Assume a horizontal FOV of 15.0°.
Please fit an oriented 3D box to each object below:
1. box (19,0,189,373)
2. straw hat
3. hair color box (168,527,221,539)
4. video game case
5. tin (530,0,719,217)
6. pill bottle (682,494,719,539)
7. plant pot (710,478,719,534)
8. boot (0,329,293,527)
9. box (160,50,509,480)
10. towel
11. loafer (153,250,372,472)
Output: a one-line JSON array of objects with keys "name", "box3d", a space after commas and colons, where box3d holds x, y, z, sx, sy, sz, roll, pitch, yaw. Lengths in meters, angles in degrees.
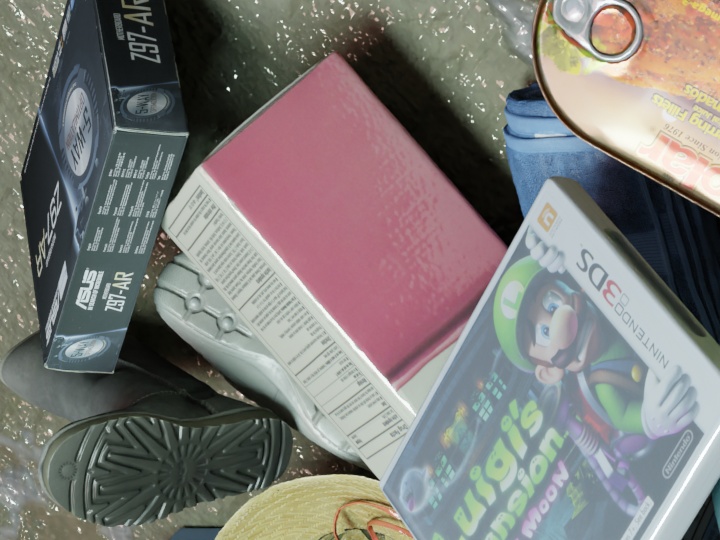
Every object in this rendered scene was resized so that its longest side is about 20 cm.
[{"name": "box", "box3d": [-0.151, -0.065, 1.586, 0.043, 0.161, 0.201, 4, 136, -18]}, {"name": "straw hat", "box3d": [0.009, 0.181, 1.660, 0.200, 0.085, 0.202, 10, 124, 14]}, {"name": "hair color box", "box3d": [-0.091, 0.279, 1.797, 0.060, 0.099, 0.201, -4, 115, 39]}, {"name": "video game case", "box3d": [0.096, 0.086, 1.338, 0.182, 0.023, 0.201, 53, 124, 44]}, {"name": "tin", "box3d": [0.179, -0.091, 1.355, 0.199, 0.042, 0.112, 31, 105, 14]}, {"name": "pill bottle", "box3d": [0.154, 0.152, 1.494, 0.199, 0.109, 0.109, 23, 130, 13]}, {"name": "plant pot", "box3d": [0.266, 0.140, 1.306, 0.199, 0.199, 0.189, -15, 79, 43]}, {"name": "boot", "box3d": [-0.158, 0.081, 1.634, 0.200, 0.181, 0.073, 31, 112, 45]}, {"name": "box", "box3d": [0.000, 0.000, 1.507, 0.200, 0.109, 0.128, 49, 161, 0]}, {"name": "towel", "box3d": [0.142, -0.005, 1.462, 0.111, 0.049, 0.201, -1, 117, 39]}, {"name": "loafer", "box3d": [-0.036, 0.057, 1.640, 0.200, 0.070, 0.070, 38, 172, 6]}]
